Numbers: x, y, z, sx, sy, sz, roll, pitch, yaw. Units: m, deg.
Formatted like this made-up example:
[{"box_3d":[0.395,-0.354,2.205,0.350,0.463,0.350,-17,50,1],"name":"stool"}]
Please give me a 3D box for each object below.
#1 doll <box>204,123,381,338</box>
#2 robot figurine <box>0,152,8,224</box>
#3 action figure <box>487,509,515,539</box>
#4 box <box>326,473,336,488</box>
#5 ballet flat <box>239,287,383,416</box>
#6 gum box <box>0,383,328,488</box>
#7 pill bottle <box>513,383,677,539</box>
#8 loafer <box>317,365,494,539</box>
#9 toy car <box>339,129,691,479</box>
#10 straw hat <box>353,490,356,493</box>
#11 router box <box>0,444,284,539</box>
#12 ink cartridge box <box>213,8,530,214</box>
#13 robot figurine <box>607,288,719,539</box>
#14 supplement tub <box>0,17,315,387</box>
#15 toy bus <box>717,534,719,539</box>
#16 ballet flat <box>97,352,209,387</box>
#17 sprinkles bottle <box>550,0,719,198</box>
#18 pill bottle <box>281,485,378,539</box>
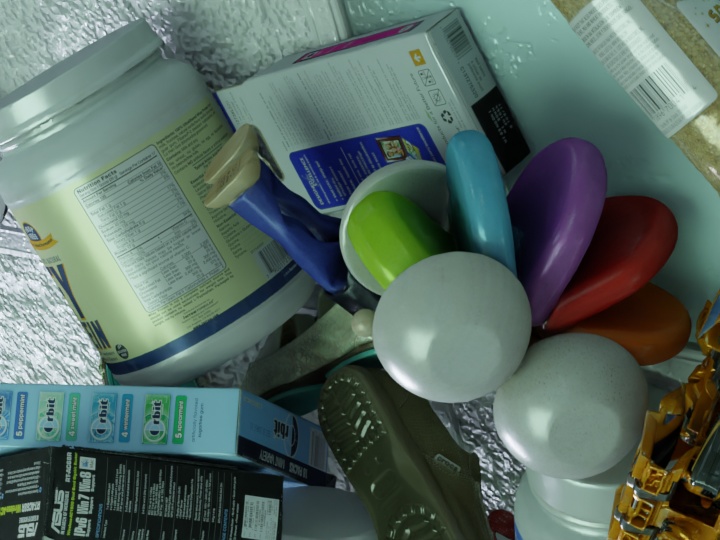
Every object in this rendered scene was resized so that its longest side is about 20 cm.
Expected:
[{"box_3d":[0.000,0.000,1.479,0.200,0.136,0.048,36,107,-18],"name":"doll"},{"box_3d":[-0.326,-0.055,1.802,0.150,0.125,0.200,39,149,-24],"name":"robot figurine"},{"box_3d":[0.115,0.232,1.626,0.052,0.065,0.200,20,138,53],"name":"action figure"},{"box_3d":[-0.122,0.190,1.733,0.200,0.051,0.158,15,110,19],"name":"box"},{"box_3d":[-0.021,0.047,1.628,0.200,0.067,0.062,-30,68,50],"name":"ballet flat"},{"box_3d":[-0.140,0.105,1.607,0.200,0.045,0.170,0,168,18],"name":"gum box"},{"box_3d":[0.146,0.167,1.492,0.114,0.114,0.200,23,135,33],"name":"pill bottle"},{"box_3d":[0.046,0.142,1.545,0.076,0.067,0.200,-39,70,46],"name":"loafer"},{"box_3d":[0.092,0.001,1.376,0.200,0.175,0.150,33,107,-23],"name":"toy car"},{"box_3d":[0.050,0.234,1.666,0.201,0.085,0.201,174,90,-66],"name":"straw hat"},{"box_3d":[-0.154,0.152,1.575,0.200,0.150,0.062,-19,65,63],"name":"router box"},{"box_3d":[0.003,-0.087,1.493,0.200,0.037,0.095,-11,113,48],"name":"ink cartridge box"},{"box_3d":[0.178,0.071,1.301,0.058,0.200,0.145,23,138,9],"name":"robot figurine"},{"box_3d":[-0.134,-0.040,1.587,0.145,0.145,0.200,-17,107,52],"name":"supplement tub"},{"box_3d":[0.266,0.130,1.332,0.200,0.136,0.192,24,123,36],"name":"toy bus"},{"box_3d":[-0.117,0.121,1.780,0.200,0.076,0.064,57,177,0],"name":"ballet flat"},{"box_3d":[0.145,-0.125,1.281,0.200,0.068,0.068,49,144,2],"name":"sprinkles bottle"},{"box_3d":[-0.032,0.242,1.610,0.111,0.111,0.200,19,114,36],"name":"pill bottle"}]
